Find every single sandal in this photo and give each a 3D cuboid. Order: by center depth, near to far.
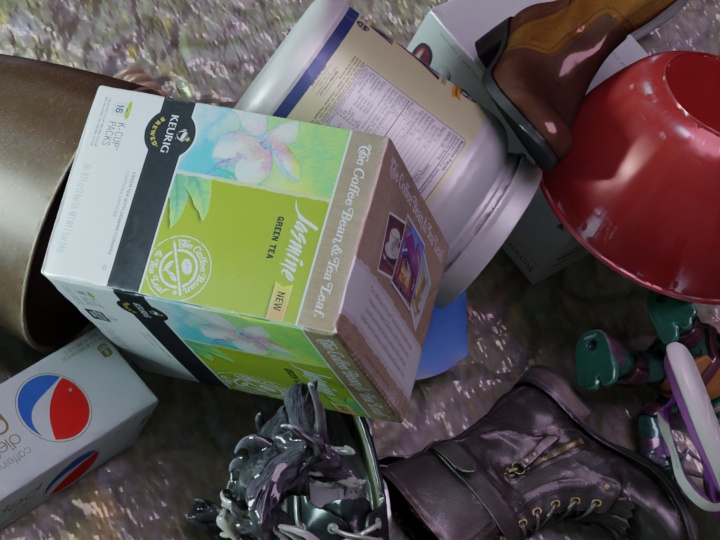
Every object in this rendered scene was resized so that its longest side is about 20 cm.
[{"bbox_3d":[0.232,0.131,1.595,0.050,0.203,0.083,-21,46,6],"label":"sandal"}]

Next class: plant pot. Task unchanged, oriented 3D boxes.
[{"bbox_3d":[-0.259,-0.070,1.521,0.200,0.187,0.187,23,48,13],"label":"plant pot"}]

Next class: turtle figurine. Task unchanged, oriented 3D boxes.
[{"bbox_3d":[0.245,0.082,1.680,0.200,0.150,0.101,34,9,-46],"label":"turtle figurine"}]

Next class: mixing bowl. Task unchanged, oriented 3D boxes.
[{"bbox_3d":[0.237,-0.084,1.627,0.200,0.108,0.200,16,40,-14],"label":"mixing bowl"}]

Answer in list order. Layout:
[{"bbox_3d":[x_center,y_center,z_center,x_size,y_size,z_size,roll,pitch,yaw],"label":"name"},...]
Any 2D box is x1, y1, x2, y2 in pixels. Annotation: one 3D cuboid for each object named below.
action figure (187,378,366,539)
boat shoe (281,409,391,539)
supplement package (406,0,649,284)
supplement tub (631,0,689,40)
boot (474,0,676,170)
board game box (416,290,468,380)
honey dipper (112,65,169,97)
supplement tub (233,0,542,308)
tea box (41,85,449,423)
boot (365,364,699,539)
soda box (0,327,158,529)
[{"bbox_3d":[-0.044,0.147,1.433,0.102,0.200,0.119,24,50,-11],"label":"action figure"},{"bbox_3d":[-0.016,0.164,1.527,0.075,0.060,0.200,-2,58,-27],"label":"boat shoe"},{"bbox_3d":[0.144,-0.119,1.773,0.156,0.111,0.200,-27,71,-38],"label":"supplement package"},{"bbox_3d":[0.187,-0.294,1.912,0.122,0.123,0.200,-17,65,-34],"label":"supplement tub"},{"bbox_3d":[0.185,-0.166,1.602,0.069,0.200,0.188,55,12,-20],"label":"boot"},{"bbox_3d":[0.000,0.000,1.670,0.158,0.039,0.200,16,54,-23],"label":"board game box"},{"bbox_3d":[-0.109,-0.076,1.640,0.038,0.038,0.200,-26,57,-37],"label":"honey dipper"},{"bbox_3d":[0.012,-0.080,1.605,0.200,0.145,0.145,36,49,-7],"label":"supplement tub"},{"bbox_3d":[-0.066,-0.007,1.455,0.196,0.200,0.134,10,74,17],"label":"tea box"},{"bbox_3d":[0.119,0.173,1.592,0.200,0.069,0.174,45,55,15],"label":"boot"},{"bbox_3d":[-0.227,0.118,1.458,0.200,0.064,0.068,-33,75,-38],"label":"soda box"}]
